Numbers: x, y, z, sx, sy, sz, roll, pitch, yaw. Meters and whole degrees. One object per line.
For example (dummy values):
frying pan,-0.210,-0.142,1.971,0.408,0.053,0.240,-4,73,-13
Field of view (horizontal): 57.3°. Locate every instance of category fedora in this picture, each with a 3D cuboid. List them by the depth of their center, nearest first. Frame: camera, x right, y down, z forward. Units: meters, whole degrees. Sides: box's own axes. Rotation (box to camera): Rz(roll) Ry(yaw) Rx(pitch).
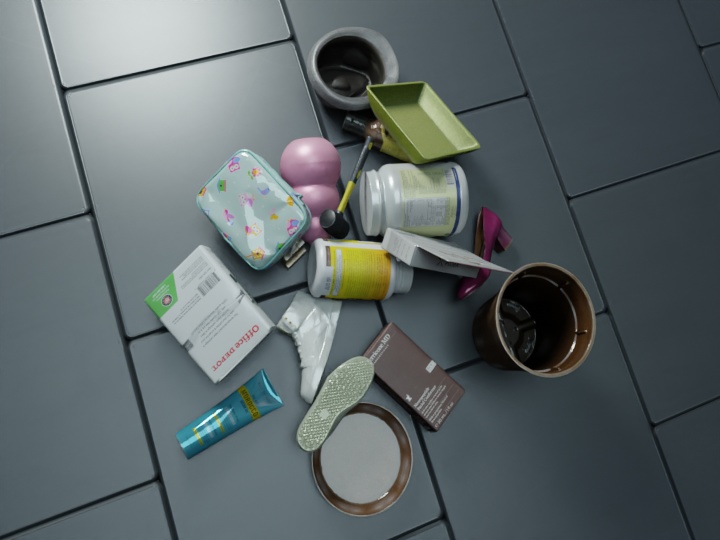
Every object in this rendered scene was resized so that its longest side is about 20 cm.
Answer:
fedora,-0.024,-0.403,1.370,0.196,0.090,0.181,-26,85,-22

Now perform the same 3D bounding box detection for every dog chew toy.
dog chew toy,-0.093,-0.151,1.291,0.120,0.124,0.208,-5,92,-12

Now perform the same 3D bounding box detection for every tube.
tube,-0.242,0.268,1.211,0.197,0.050,0.079,-31,93,-21

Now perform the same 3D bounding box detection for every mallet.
mallet,-0.015,-0.156,1.263,0.040,0.066,0.204,18,74,31

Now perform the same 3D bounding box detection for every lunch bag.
lunch bag,-0.190,-0.112,1.222,0.160,0.077,0.200,-44,87,1

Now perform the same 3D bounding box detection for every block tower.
block tower,-0.187,-0.100,1.292,0.054,0.058,0.201,-41,89,-15

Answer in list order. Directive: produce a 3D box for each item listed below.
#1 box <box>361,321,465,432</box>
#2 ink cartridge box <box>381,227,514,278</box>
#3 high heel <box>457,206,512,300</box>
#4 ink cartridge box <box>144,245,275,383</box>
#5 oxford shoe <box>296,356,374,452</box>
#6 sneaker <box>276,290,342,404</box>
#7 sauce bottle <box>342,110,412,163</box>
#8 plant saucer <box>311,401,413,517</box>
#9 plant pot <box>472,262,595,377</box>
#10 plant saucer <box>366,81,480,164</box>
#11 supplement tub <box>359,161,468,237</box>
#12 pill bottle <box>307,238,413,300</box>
box,0.097,0.206,1.273,0.199,0.075,0.101,41,75,2
ink cartridge box,0.162,-0.018,1.230,0.196,0.175,0.046,9,106,-41
high heel,0.233,-0.035,1.353,0.096,0.067,0.201,45,59,-9
ink cartridge box,-0.271,0.081,1.209,0.145,0.084,0.201,-41,88,-2
oxford shoe,-0.048,0.243,1.210,0.074,0.058,0.202,37,79,6
sneaker,-0.111,0.141,1.252,0.112,0.074,0.206,15,69,-3
sauce bottle,0.057,-0.277,1.373,0.194,0.065,0.067,20,75,-7
plant saucer,0.002,0.354,1.243,0.193,0.035,0.208,3,77,-11
plant pot,0.316,0.110,1.271,0.193,0.198,0.208,2,76,-10
plant saucer,0.120,-0.290,1.326,0.197,0.048,0.202,-19,65,-44
supplement tub,0.104,-0.138,1.310,0.193,0.145,0.150,-4,78,-11
pill bottle,0.000,0.000,1.273,0.193,0.109,0.113,3,77,-17
